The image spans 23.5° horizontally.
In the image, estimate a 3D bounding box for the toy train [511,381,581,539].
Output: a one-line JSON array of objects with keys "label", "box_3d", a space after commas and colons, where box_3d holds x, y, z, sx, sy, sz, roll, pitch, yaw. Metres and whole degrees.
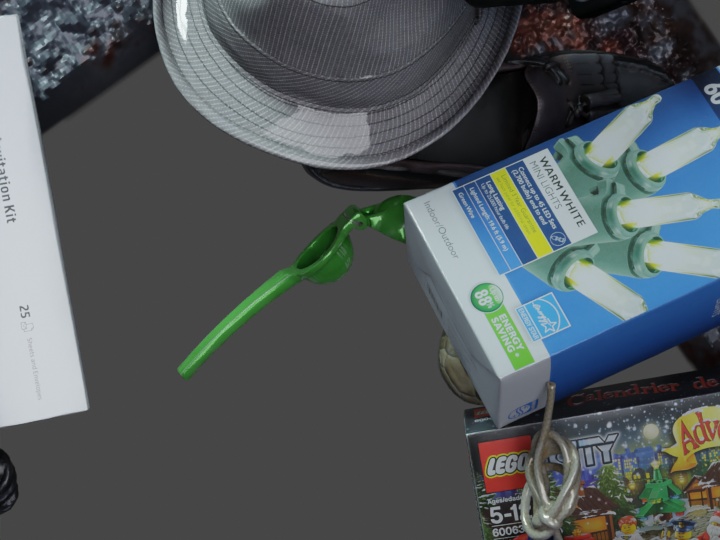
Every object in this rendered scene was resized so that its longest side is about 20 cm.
[{"label": "toy train", "box_3d": [0.128, 0.152, 0.806, 0.114, 0.085, 0.202, 4, 106, -11]}]

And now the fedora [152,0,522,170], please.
[{"label": "fedora", "box_3d": [-0.004, -0.157, 0.799, 0.176, 0.090, 0.201, 26, 67, 3]}]

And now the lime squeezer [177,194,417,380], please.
[{"label": "lime squeezer", "box_3d": [0.000, 0.000, 0.869, 0.198, 0.038, 0.071, -12, 124, -9]}]

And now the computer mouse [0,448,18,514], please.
[{"label": "computer mouse", "box_3d": [-0.222, 0.023, 0.791, 0.137, 0.053, 0.201, 6, 125, -3]}]

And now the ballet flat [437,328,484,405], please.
[{"label": "ballet flat", "box_3d": [0.125, 0.002, 0.861, 0.199, 0.046, 0.068, -29, 95, -17]}]

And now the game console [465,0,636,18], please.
[{"label": "game console", "box_3d": [0.067, -0.218, 0.797, 0.115, 0.176, 0.202, -8, 93, -8]}]

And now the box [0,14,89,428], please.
[{"label": "box", "box_3d": [-0.152, -0.021, 0.756, 0.041, 0.200, 0.158, -10, 92, -9]}]

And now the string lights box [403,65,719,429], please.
[{"label": "string lights box", "box_3d": [0.130, -0.018, 0.817, 0.199, 0.059, 0.103, -24, 63, -9]}]

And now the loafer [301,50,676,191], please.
[{"label": "loafer", "box_3d": [0.068, -0.071, 0.857, 0.198, 0.063, 0.073, -7, 93, -8]}]

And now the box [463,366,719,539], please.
[{"label": "box", "box_3d": [0.159, 0.122, 0.855, 0.198, 0.038, 0.138, -10, 105, 4]}]
